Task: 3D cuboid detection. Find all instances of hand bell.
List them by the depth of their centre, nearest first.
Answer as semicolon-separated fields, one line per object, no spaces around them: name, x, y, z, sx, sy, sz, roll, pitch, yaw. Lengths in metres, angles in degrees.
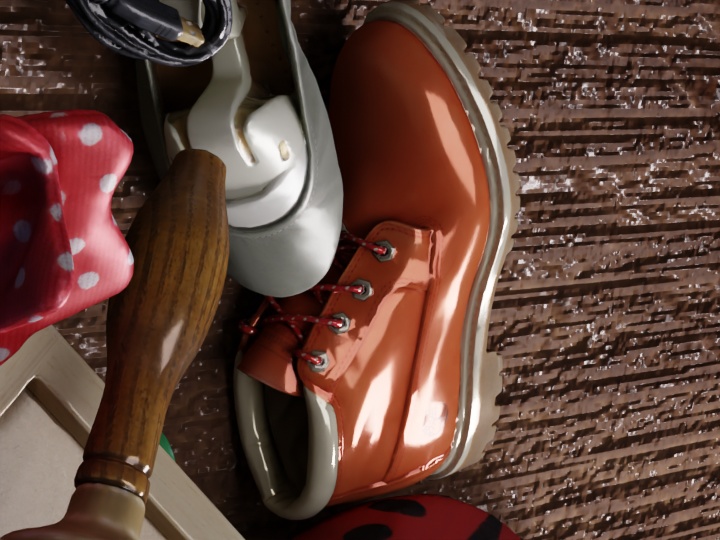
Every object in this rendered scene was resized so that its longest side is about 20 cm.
hand bell;-0.068;0.054;0.656;0.104;0.104;0.200;47;49;-46

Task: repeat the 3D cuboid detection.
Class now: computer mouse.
computer mouse;-0.121;-0.098;0.688;0.200;0.034;0.059;12;97;-32

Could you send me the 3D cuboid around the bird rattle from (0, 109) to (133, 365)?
bird rattle;-0.152;-0.056;0.619;0.113;0.163;0.200;-66;142;-53

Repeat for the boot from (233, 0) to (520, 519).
boot;0.000;0.000;0.876;0.107;0.075;0.200;-19;117;-39

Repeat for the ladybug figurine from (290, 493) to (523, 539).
ladybug figurine;0.024;0.139;0.877;0.072;0.136;0.200;-59;179;17

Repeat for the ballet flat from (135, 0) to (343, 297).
ballet flat;-0.052;-0.073;0.789;0.064;0.067;0.200;-70;153;-65

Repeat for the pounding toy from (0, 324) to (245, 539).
pounding toy;-0.120;0.112;0.745;0.184;0.142;0.200;52;60;-28
